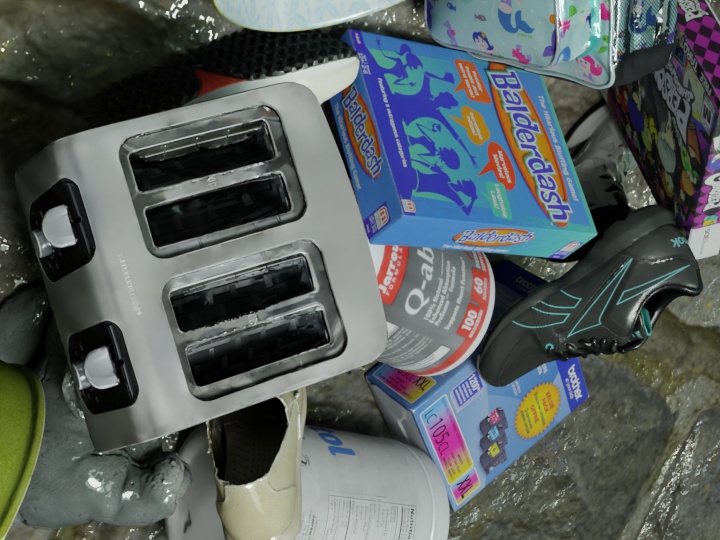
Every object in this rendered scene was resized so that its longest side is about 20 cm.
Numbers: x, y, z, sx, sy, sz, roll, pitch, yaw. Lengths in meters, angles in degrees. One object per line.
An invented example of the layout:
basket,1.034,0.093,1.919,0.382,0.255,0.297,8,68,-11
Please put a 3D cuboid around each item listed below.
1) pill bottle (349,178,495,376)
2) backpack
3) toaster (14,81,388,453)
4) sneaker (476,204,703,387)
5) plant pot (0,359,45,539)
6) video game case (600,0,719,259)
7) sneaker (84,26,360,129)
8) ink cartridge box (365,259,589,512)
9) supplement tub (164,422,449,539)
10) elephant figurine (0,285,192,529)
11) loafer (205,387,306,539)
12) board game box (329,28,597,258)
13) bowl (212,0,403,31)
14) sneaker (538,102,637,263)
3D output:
pill bottle,0.000,0.000,1.016,0.199,0.116,0.117,23,97,-43
backpack,0.133,-0.240,0.960,0.149,0.177,0.203,-15,117,-37
toaster,-0.088,-0.002,0.824,0.198,0.118,0.184,-16,90,-24
sneaker,0.175,0.036,1.060,0.200,0.080,0.075,-41,158,21
plant pot,-0.317,0.095,0.780,0.192,0.200,0.201,38,87,-31
video game case,0.236,-0.140,1.046,0.035,0.202,0.182,-14,146,-6
sneaker,-0.089,-0.098,0.935,0.198,0.070,0.094,-24,132,-24
ink cartridge box,0.115,0.089,1.183,0.199,0.076,0.137,-39,131,-18
supplement tub,-0.041,0.188,1.070,0.198,0.132,0.134,15,103,-43
elephant figurine,-0.179,0.061,0.919,0.139,0.155,0.203,4,103,7
loafer,-0.074,0.098,0.958,0.074,0.202,0.069,-9,138,-3
board game box,0.074,-0.090,1.013,0.198,0.154,0.045,3,151,-40
bowl,-0.017,-0.247,0.869,0.198,0.200,0.109,-11,75,-34
sneaker,0.210,-0.067,1.148,0.200,0.115,0.076,-37,130,-18
